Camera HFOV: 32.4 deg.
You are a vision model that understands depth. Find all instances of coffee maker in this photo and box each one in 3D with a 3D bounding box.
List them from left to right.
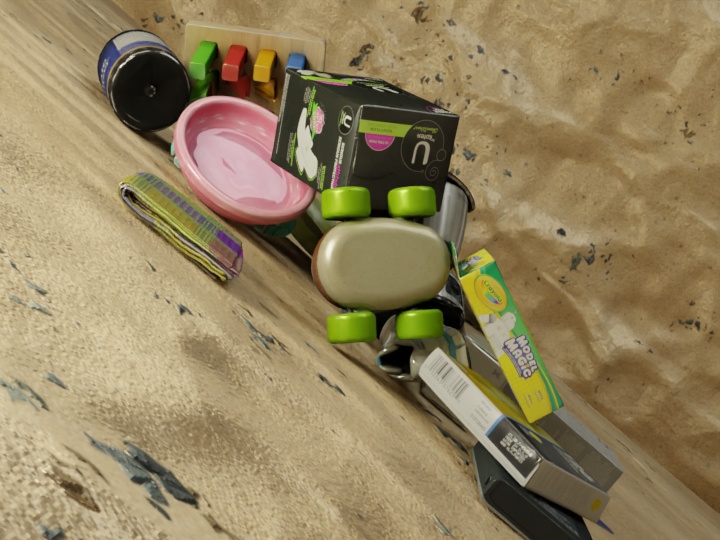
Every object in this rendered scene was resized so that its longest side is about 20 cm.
[{"bbox_3d":[0.057,-0.008,1.629,0.134,0.191,0.202,26,55,-26],"label":"coffee maker"}]

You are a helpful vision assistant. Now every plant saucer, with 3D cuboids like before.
[{"bbox_3d":[-0.151,-0.133,1.582,0.198,0.051,0.202,21,43,-21],"label":"plant saucer"},{"bbox_3d":[-0.075,-0.072,1.757,0.200,0.031,0.200,47,-11,12],"label":"plant saucer"}]

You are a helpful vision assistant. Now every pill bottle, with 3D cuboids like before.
[{"bbox_3d":[-0.303,-0.268,1.703,0.111,0.112,0.200,36,6,-27],"label":"pill bottle"}]

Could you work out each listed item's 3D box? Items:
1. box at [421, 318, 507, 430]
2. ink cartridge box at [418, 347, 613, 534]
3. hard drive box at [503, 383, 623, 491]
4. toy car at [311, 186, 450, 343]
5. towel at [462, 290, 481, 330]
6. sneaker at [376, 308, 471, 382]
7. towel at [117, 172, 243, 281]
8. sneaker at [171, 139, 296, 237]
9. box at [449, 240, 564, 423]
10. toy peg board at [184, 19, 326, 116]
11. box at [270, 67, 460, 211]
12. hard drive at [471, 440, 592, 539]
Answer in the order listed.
[{"bbox_3d":[0.134,0.128,1.580,0.077,0.095,0.200,39,4,0],"label":"box"},{"bbox_3d":[0.178,0.185,1.336,0.199,0.047,0.198,31,9,-45],"label":"ink cartridge box"},{"bbox_3d":[0.256,0.226,1.699,0.199,0.077,0.156,41,5,6],"label":"hard drive box"},{"bbox_3d":[0.000,0.000,1.421,0.155,0.167,0.200,-2,-4,-20],"label":"toy car"},{"bbox_3d":[0.165,0.068,1.722,0.132,0.035,0.200,43,-8,-12],"label":"towel"},{"bbox_3d":[0.051,0.092,1.460,0.085,0.076,0.200,-9,6,-20],"label":"sneaker"},{"bbox_3d":[-0.179,-0.049,1.258,0.143,0.023,0.200,38,5,-8],"label":"towel"},{"bbox_3d":[-0.166,-0.122,1.680,0.200,0.078,0.091,41,0,-7],"label":"sneaker"},{"bbox_3d":[0.153,0.057,1.351,0.202,0.048,0.117,62,4,-6],"label":"box"},{"bbox_3d":[-0.158,-0.225,1.729,0.196,0.202,0.098,8,33,2],"label":"toy peg board"},{"bbox_3d":[0.002,-0.161,1.518,0.147,0.126,0.200,1,20,-31],"label":"box"},{"bbox_3d":[0.180,0.242,1.283,0.139,0.033,0.200,39,6,-1],"label":"hard drive"}]
